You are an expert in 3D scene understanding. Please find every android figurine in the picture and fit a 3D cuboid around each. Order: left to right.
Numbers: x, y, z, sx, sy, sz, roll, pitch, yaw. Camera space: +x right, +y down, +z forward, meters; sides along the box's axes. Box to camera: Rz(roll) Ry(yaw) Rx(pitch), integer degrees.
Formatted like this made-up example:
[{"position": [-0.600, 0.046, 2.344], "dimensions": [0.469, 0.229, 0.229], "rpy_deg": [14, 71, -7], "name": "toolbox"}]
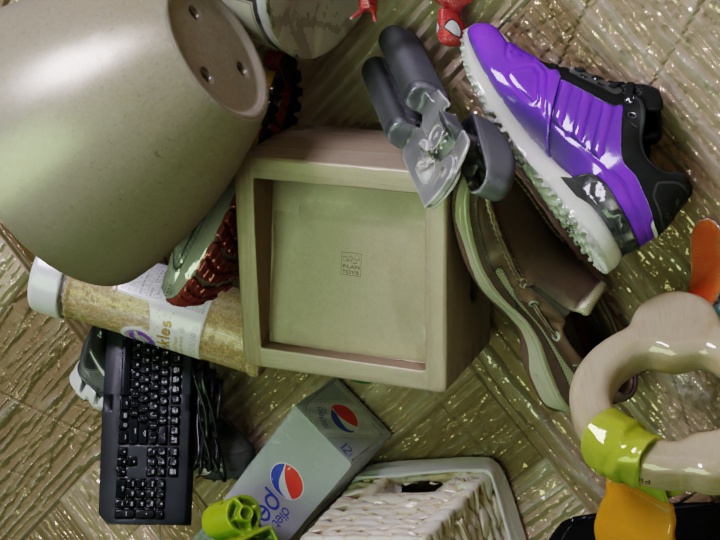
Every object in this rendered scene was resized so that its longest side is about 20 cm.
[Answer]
[{"position": [-0.079, 0.268, 1.172], "dimensions": [0.182, 0.041, 0.200], "rpy_deg": [65, 152, 5], "name": "android figurine"}]

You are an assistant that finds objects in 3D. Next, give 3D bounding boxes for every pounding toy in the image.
[{"position": [0.000, 0.000, 1.083], "dimensions": [0.184, 0.142, 0.201], "rpy_deg": [7, 111, 22], "name": "pounding toy"}]

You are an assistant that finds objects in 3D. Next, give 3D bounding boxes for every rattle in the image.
[{"position": [0.213, 0.085, 0.949], "dimensions": [0.130, 0.200, 0.143], "rpy_deg": [-10, 126, 28], "name": "rattle"}]

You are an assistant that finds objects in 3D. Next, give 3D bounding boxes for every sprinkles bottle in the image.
[{"position": [-0.165, 0.027, 1.197], "dimensions": [0.200, 0.068, 0.068], "rpy_deg": [16, 118, 7], "name": "sprinkles bottle"}]

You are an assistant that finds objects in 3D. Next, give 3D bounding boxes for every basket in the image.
[{"position": [0.051, 0.260, 1.139], "dimensions": [0.135, 0.123, 0.200], "rpy_deg": [-8, 102, 36], "name": "basket"}]

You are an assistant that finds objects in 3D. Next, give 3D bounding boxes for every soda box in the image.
[{"position": [-0.059, 0.181, 1.224], "dimensions": [0.068, 0.063, 0.200], "rpy_deg": [44, 127, 12], "name": "soda box"}]

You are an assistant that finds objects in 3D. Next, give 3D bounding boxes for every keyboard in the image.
[{"position": [-0.161, 0.108, 1.218], "dimensions": [0.104, 0.040, 0.201], "rpy_deg": [1, 78, -5], "name": "keyboard"}]

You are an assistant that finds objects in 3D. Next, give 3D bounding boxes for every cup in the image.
[{"position": [-0.146, -0.110, 0.958], "dimensions": [0.143, 0.200, 0.201], "rpy_deg": [-27, 91, 26], "name": "cup"}]

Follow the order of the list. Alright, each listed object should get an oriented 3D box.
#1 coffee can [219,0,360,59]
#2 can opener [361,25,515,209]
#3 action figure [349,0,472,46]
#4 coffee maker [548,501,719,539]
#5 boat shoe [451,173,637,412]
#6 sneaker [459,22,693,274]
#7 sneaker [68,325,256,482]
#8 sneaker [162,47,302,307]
[{"position": [-0.102, -0.244, 1.033], "dimensions": [0.200, 0.146, 0.147], "rpy_deg": [22, 119, 26], "name": "coffee can"}, {"position": [0.051, -0.099, 0.985], "dimensions": [0.067, 0.200, 0.053], "rpy_deg": [21, 115, -21], "name": "can opener"}, {"position": [0.034, -0.241, 0.973], "dimensions": [0.065, 0.099, 0.200], "rpy_deg": [1, 111, 36], "name": "action figure"}, {"position": [0.231, 0.273, 1.011], "dimensions": [0.192, 0.135, 0.200], "rpy_deg": [-2, 107, 35], "name": "coffee maker"}, {"position": [0.134, 0.009, 0.998], "dimensions": [0.075, 0.075, 0.203], "rpy_deg": [-1, 130, 43], "name": "boat shoe"}, {"position": [0.146, -0.098, 0.971], "dimensions": [0.099, 0.070, 0.200], "rpy_deg": [-33, 64, 3], "name": "sneaker"}, {"position": [-0.169, 0.105, 1.270], "dimensions": [0.200, 0.066, 0.091], "rpy_deg": [31, 126, 24], "name": "sneaker"}, {"position": [-0.108, -0.069, 1.092], "dimensions": [0.082, 0.078, 0.200], "rpy_deg": [14, 81, 18], "name": "sneaker"}]
